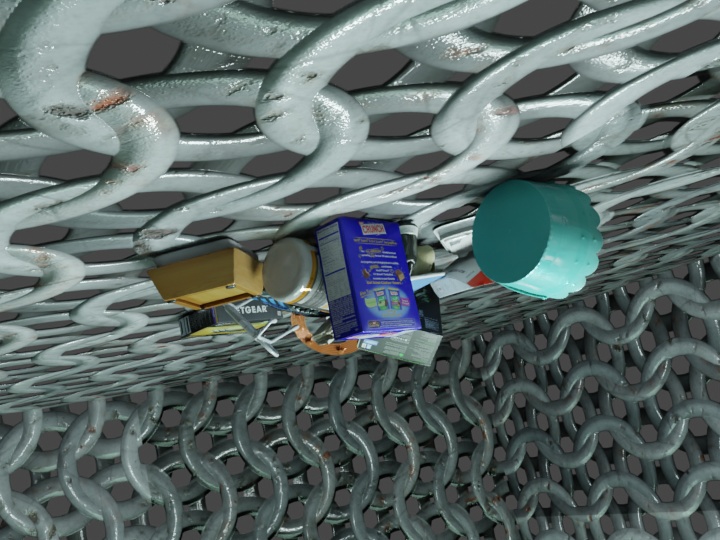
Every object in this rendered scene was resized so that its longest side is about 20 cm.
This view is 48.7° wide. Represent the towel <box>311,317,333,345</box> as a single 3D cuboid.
[{"bbox_3d":[-0.042,0.104,1.737,0.133,0.034,0.200,-46,-177,-14],"label":"towel"}]

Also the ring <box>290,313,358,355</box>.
[{"bbox_3d":[-0.070,0.129,1.901,0.198,0.202,0.019,-17,-150,20],"label":"ring"}]

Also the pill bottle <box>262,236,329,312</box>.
[{"bbox_3d":[-0.073,0.015,1.447,0.116,0.118,0.199,-20,156,34],"label":"pill bottle"}]

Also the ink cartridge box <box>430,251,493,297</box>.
[{"bbox_3d":[0.260,-0.017,1.698,0.162,0.057,0.200,-38,-176,-29],"label":"ink cartridge box"}]

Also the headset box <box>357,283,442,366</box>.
[{"bbox_3d":[0.085,0.096,1.783,0.172,0.201,0.093,14,124,-9],"label":"headset box"}]

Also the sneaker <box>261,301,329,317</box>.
[{"bbox_3d":[-0.143,0.062,1.698,0.198,0.071,0.078,17,163,-19],"label":"sneaker"}]

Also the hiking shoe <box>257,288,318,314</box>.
[{"bbox_3d":[-0.166,0.033,1.576,0.198,0.075,0.086,22,170,-26],"label":"hiking shoe"}]

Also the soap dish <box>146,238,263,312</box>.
[{"bbox_3d":[-0.260,0.013,1.392,0.155,0.082,0.200,-14,170,7],"label":"soap dish"}]

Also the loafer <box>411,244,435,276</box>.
[{"bbox_3d":[0.127,-0.009,1.724,0.067,0.077,0.200,-17,173,-3],"label":"loafer"}]

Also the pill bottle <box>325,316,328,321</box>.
[{"bbox_3d":[0.014,0.081,1.943,0.197,0.117,0.116,-12,169,5],"label":"pill bottle"}]

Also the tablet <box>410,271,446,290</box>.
[{"bbox_3d":[0.090,0.035,1.636,0.129,0.014,0.199,-28,171,24],"label":"tablet"}]

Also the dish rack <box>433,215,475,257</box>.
[{"bbox_3d":[0.244,-0.072,1.636,0.170,0.044,0.200,-15,168,11],"label":"dish rack"}]

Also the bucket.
[{"bbox_3d":[0.298,-0.058,1.374,0.134,0.210,0.206,9,158,-37],"label":"bucket"}]

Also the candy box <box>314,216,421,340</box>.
[{"bbox_3d":[0.013,0.015,1.396,0.077,0.203,0.168,-19,166,38],"label":"candy box"}]

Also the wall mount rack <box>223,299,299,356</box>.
[{"bbox_3d":[-0.218,0.096,1.711,0.075,0.200,0.174,-47,165,-1],"label":"wall mount rack"}]

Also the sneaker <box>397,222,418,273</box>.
[{"bbox_3d":[0.055,-0.011,1.532,0.066,0.092,0.200,3,155,-25],"label":"sneaker"}]

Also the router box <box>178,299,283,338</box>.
[{"bbox_3d":[-0.310,0.115,1.913,0.199,0.053,0.156,-1,164,-45],"label":"router box"}]

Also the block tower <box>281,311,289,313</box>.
[{"bbox_3d":[-0.094,0.048,1.819,0.198,0.059,0.054,-17,169,16],"label":"block tower"}]
